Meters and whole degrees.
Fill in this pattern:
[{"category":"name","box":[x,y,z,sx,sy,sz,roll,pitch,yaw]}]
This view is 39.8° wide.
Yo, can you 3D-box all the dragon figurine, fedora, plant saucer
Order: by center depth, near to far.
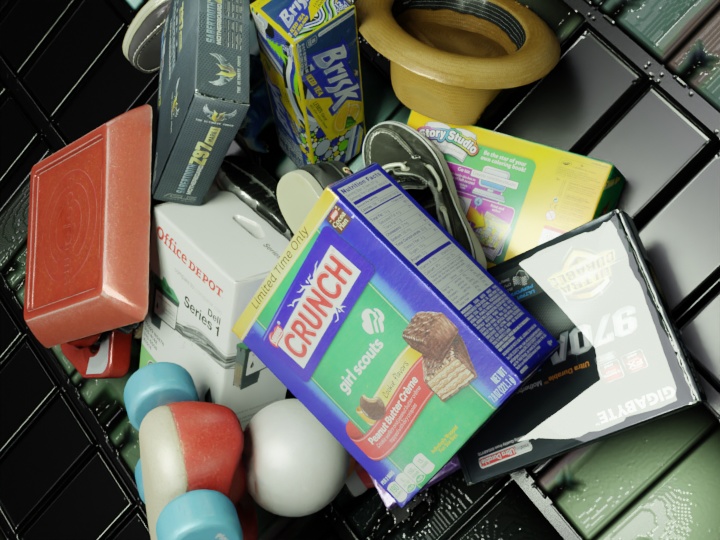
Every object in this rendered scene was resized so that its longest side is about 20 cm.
[{"category":"fedora","box":[0.081,-0.190,0.891,0.200,0.200,0.082,30,133,26]},{"category":"plant saucer","box":[-0.265,-0.039,0.940,0.199,0.037,0.202,-15,72,45]},{"category":"dragon figurine","box":[-0.103,-0.174,0.969,0.059,0.200,0.100,25,133,24]}]

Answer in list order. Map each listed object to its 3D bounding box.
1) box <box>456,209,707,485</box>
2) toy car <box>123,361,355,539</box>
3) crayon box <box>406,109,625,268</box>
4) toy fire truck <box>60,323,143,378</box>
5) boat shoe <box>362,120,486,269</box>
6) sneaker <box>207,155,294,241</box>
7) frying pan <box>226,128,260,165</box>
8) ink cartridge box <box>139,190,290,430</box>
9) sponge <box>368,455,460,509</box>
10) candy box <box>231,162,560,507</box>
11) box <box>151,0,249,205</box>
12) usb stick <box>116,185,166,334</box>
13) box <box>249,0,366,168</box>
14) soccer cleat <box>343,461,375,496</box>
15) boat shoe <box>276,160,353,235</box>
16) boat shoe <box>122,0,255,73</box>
[{"category":"box","box":[0.153,0.065,0.801,0.199,0.046,0.160,-25,73,23]},{"category":"toy car","box":[-0.079,0.175,0.825,0.185,0.198,0.178,-122,27,-50]},{"category":"crayon box","box":[0.120,-0.060,0.891,0.199,0.058,0.120,20,92,26]},{"category":"toy fire truck","box":[-0.277,0.014,1.057,0.167,0.111,0.202,-7,78,49]},{"category":"boat shoe","box":[0.044,-0.064,0.841,0.071,0.064,0.201,-40,51,16]},{"category":"sneaker","box":[-0.078,-0.022,0.975,0.200,0.074,0.080,45,121,14]},{"category":"frying pan","box":[-0.119,-0.105,1.026,0.188,0.031,0.116,3,90,14]},{"category":"ink cartridge box","box":[-0.133,0.049,0.925,0.146,0.084,0.201,37,129,38]},{"category":"sponge","box":[0.081,0.111,0.872,0.199,0.030,0.112,-30,72,1]},{"category":"candy box","box":[0.021,0.050,0.762,0.200,0.077,0.169,45,126,12]},{"category":"box","box":[-0.141,-0.183,0.880,0.158,0.051,0.202,131,141,-53]},{"category":"usb stick","box":[-0.201,-0.035,0.980,0.033,0.055,0.201,-15,47,64]},{"category":"box","box":[-0.043,-0.171,0.902,0.070,0.200,0.064,-37,66,-16]},{"category":"soccer cleat","box":[-0.019,0.108,0.938,0.073,0.068,0.201,-25,71,0]},{"category":"boat shoe","box":[0.002,-0.001,0.849,0.073,0.063,0.203,-30,86,48]},{"category":"boat shoe","box":[-0.166,-0.270,1.051,0.199,0.072,0.065,-33,65,12]}]
